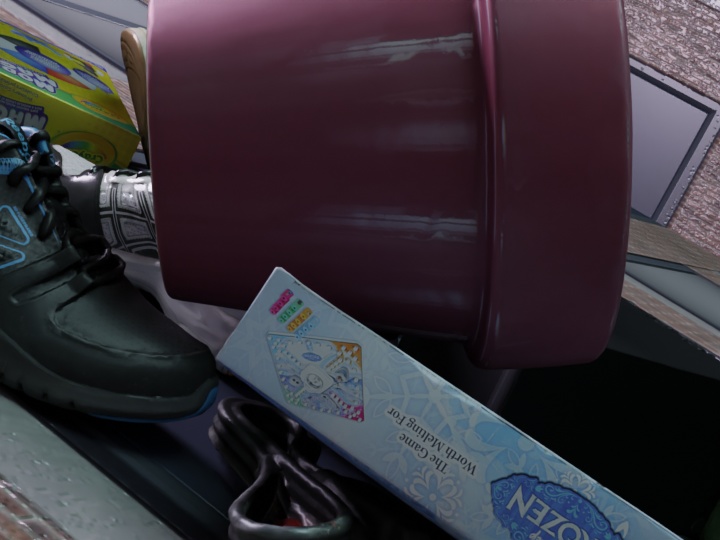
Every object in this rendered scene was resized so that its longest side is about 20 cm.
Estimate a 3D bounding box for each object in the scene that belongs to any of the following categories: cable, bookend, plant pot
[{"bbox_3d":[-0.027,0.093,0.570,0.096,0.051,0.200,12,5,-30],"label":"cable"},{"bbox_3d":[0.081,0.046,0.857,0.199,0.093,0.198,16,15,-42],"label":"bookend"},{"bbox_3d":[0.006,-0.055,0.651,0.177,0.202,0.200,-3,14,-3],"label":"plant pot"}]

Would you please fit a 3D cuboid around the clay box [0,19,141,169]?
[{"bbox_3d":[-0.203,-0.106,0.968,0.114,0.048,0.200,24,11,-24],"label":"clay box"}]

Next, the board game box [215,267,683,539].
[{"bbox_3d":[0.060,0.090,0.586,0.198,0.044,0.200,34,-5,20],"label":"board game box"}]

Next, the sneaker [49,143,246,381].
[{"bbox_3d":[-0.088,-0.026,0.783,0.199,0.088,0.075,32,13,25],"label":"sneaker"}]

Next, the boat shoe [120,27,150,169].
[{"bbox_3d":[-0.109,-0.110,0.984,0.069,0.074,0.200,-12,-5,-6],"label":"boat shoe"}]

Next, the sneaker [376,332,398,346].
[{"bbox_3d":[0.000,0.000,0.875,0.075,0.088,0.200,28,11,4],"label":"sneaker"}]

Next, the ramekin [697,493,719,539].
[{"bbox_3d":[0.278,0.136,0.909,0.199,0.098,0.200,27,11,-5],"label":"ramekin"}]

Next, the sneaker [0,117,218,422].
[{"bbox_3d":[-0.136,-0.011,0.613,0.199,0.082,0.073,30,9,6],"label":"sneaker"}]
